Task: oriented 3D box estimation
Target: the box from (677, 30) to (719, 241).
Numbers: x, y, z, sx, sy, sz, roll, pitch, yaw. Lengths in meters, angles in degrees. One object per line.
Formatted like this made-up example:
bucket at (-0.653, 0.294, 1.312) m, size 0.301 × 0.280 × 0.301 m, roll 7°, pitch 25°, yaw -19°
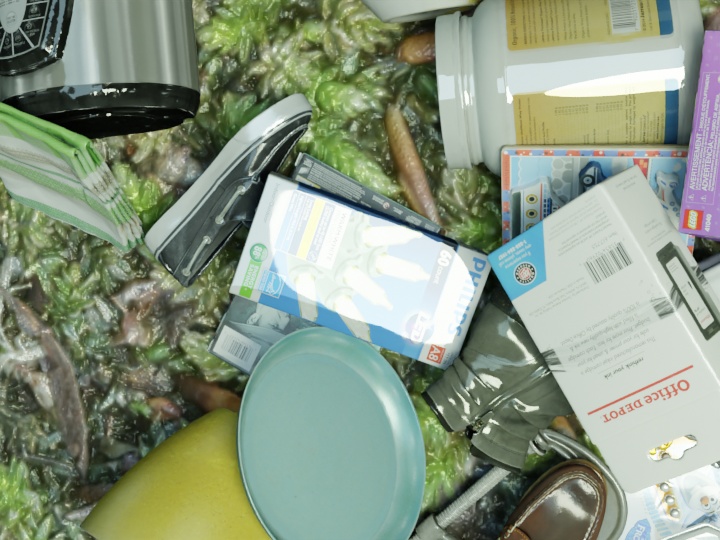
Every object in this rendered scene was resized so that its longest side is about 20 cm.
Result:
box at (0.291, -0.089, 0.768) m, size 0.039 × 0.199 × 0.139 m, roll 9°, pitch 93°, yaw 33°

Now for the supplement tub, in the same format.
supplement tub at (0.163, -0.151, 0.815) m, size 0.196 × 0.145 × 0.147 m, roll -4°, pitch 91°, yaw 10°

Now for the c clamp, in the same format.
c clamp at (0.119, 0.205, 0.878) m, size 0.199 × 0.027 × 0.172 m, roll -37°, pitch 80°, yaw 14°

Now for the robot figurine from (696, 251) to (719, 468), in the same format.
robot figurine at (0.307, 0.085, 0.783) m, size 0.112 × 0.170 × 0.203 m, roll -25°, pitch 92°, yaw -4°

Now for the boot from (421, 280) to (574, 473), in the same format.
boot at (0.155, 0.110, 0.837) m, size 0.198 × 0.068 × 0.132 m, roll 32°, pitch 93°, yaw -7°

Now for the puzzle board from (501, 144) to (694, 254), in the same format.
puzzle board at (0.188, -0.011, 0.818) m, size 0.148 × 0.018 × 0.202 m, roll 1°, pitch 130°, yaw 10°

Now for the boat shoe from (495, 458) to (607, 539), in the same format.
boat shoe at (0.134, 0.246, 0.833) m, size 0.070 × 0.070 × 0.202 m, roll 33°, pitch 101°, yaw 11°

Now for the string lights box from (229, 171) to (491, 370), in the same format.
string lights box at (0.000, 0.000, 0.860) m, size 0.197 × 0.059 × 0.104 m, roll 19°, pitch 96°, yaw -6°

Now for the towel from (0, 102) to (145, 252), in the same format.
towel at (-0.270, -0.083, 0.870) m, size 0.147 × 0.200 × 0.031 m, roll 21°, pitch 73°, yaw 9°

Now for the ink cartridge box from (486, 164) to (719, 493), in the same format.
ink cartridge box at (0.194, 0.044, 0.738) m, size 0.116 × 0.067 × 0.202 m, roll -34°, pitch 83°, yaw 42°

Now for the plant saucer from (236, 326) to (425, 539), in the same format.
plant saucer at (-0.025, 0.148, 0.841) m, size 0.027 × 0.199 × 0.203 m, roll -24°, pitch 87°, yaw 45°

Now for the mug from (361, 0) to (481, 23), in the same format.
mug at (0.064, -0.290, 0.835) m, size 0.183 × 0.149 × 0.156 m, roll -6°, pitch 98°, yaw 17°

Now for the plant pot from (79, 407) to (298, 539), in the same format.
plant pot at (-0.114, 0.204, 0.868) m, size 0.198 × 0.200 × 0.143 m, roll 28°, pitch 72°, yaw 8°

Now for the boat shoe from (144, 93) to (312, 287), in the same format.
boat shoe at (-0.104, -0.067, 0.903) m, size 0.200 × 0.072 × 0.068 m, roll -44°, pitch 82°, yaw 11°

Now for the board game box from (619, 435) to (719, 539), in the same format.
board game box at (0.285, 0.253, 0.864) m, size 0.197 × 0.026 × 0.203 m, roll 23°, pitch 95°, yaw 9°

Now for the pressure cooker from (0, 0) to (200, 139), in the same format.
pressure cooker at (-0.229, -0.222, 0.872) m, size 0.173 × 0.178 × 0.204 m, roll -4°, pitch 90°, yaw -19°

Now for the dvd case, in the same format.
dvd case at (-0.033, 0.018, 0.918) m, size 0.144 × 0.022 × 0.202 m, roll 27°, pitch 95°, yaw 9°
